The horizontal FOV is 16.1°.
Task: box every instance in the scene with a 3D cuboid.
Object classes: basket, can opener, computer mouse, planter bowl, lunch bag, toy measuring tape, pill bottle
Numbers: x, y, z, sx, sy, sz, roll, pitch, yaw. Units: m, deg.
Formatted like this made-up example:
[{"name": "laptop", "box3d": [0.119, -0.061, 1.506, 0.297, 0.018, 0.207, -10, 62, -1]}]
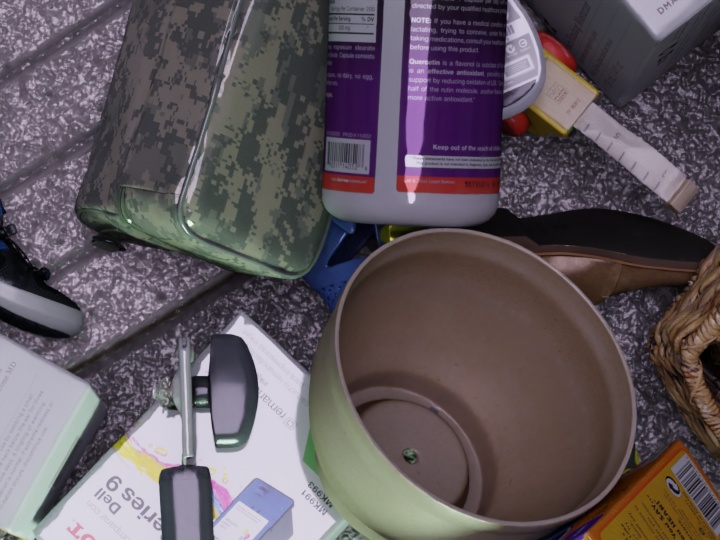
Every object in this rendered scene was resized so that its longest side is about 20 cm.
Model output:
[{"name": "basket", "box3d": [0.295, 0.077, 1.626, 0.200, 0.149, 0.143, 42, 81, -13]}, {"name": "can opener", "box3d": [-0.098, 0.137, 1.586, 0.066, 0.053, 0.200, 1, 82, -3]}, {"name": "computer mouse", "box3d": [0.058, -0.191, 1.663, 0.110, 0.044, 0.200, -22, 91, 5]}, {"name": "planter bowl", "box3d": [0.051, 0.094, 1.566, 0.200, 0.135, 0.200, 13, 55, -19]}, {"name": "lunch bag", "box3d": [-0.099, -0.104, 1.661, 0.139, 0.168, 0.200, 23, 80, -44]}, {"name": "toy measuring tape", "box3d": [0.141, -0.102, 1.706, 0.200, 0.074, 0.074, 39, 82, 11]}, {"name": "pill bottle", "box3d": [0.035, -0.129, 1.591, 0.112, 0.112, 0.200, 3, 94, -2]}]

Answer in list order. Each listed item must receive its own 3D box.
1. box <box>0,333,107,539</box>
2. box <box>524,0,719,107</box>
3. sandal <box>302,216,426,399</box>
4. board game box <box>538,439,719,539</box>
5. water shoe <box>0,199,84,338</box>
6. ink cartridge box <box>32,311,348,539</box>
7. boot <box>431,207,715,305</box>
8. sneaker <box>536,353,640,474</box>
[{"name": "box", "box3d": [-0.276, 0.078, 1.625, 0.200, 0.152, 0.106, 28, 82, 3]}, {"name": "box", "box3d": [0.212, -0.233, 1.667, 0.200, 0.199, 0.131, -39, 84, -7]}, {"name": "sandal", "box3d": [0.000, 0.000, 1.692, 0.087, 0.079, 0.200, -4, 78, 13]}, {"name": "board game box", "box3d": [0.147, 0.258, 1.547, 0.200, 0.200, 0.200, -36, 87, 25]}, {"name": "water shoe", "box3d": [-0.260, -0.028, 1.684, 0.200, 0.072, 0.079, 29, 79, 2]}, {"name": "ink cartridge box", "box3d": [-0.093, 0.149, 1.655, 0.145, 0.088, 0.200, 44, 84, 4]}, {"name": "boot", "box3d": [0.143, 0.003, 1.708, 0.200, 0.074, 0.076, 2, 111, -7]}, {"name": "sneaker", "box3d": [0.148, 0.130, 1.659, 0.074, 0.085, 0.200, -26, 93, -6]}]
